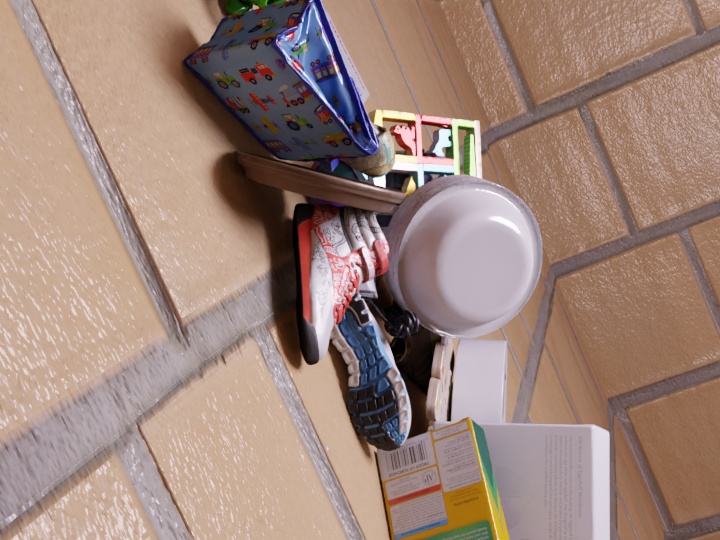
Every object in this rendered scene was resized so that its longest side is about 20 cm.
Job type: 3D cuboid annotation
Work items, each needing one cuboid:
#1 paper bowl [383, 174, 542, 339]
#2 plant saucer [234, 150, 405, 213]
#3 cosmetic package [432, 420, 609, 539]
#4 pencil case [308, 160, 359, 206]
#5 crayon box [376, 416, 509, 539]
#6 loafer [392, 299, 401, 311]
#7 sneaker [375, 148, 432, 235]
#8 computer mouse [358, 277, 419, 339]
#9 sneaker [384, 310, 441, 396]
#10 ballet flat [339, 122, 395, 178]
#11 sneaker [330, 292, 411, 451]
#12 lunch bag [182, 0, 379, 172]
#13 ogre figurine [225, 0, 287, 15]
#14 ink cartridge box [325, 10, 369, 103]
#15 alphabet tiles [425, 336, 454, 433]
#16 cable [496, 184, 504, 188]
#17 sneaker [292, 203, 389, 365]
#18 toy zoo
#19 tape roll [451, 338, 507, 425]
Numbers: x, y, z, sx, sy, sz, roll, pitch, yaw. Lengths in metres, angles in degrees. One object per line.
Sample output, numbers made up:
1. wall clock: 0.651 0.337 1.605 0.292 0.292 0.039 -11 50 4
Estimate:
1. paper bowl: 0.134 -0.013 1.174 0.202 0.200 0.104 60 -9 -20
2. plant saucer: -0.047 -0.099 1.066 0.200 0.199 0.030 -3 109 -71
3. cosmetic package: 0.198 0.290 1.152 0.123 0.198 0.201 27 63 -62
4. pencil case: -0.009 -0.126 1.318 0.093 0.085 0.200 52 19 0
5. crayon box: 0.097 0.285 1.075 0.052 0.125 0.201 44 30 -51
6. loafer: 0.093 0.029 1.324 0.200 0.072 0.073 148 -47 -75
7. sneaker: 0.083 -0.088 1.308 0.202 0.076 0.148 24 65 -61
8. computer mouse: 0.000 0.000 1.156 0.200 0.044 0.110 50 -4 0
9. sneaker: 0.075 0.115 1.322 0.201 0.075 0.071 80 -1 -48
10. ballet flat: -0.040 -0.179 1.152 0.199 0.071 0.071 29 0 28
11. sneaker: 0.017 0.116 1.135 0.087 0.074 0.202 27 44 -72
12. lunch bag: -0.076 -0.190 1.064 0.094 0.150 0.201 -56 129 -32
13. ogre figurine: -0.137 -0.366 1.191 0.120 0.198 0.099 -70 177 -78
14. ink cartridge box: -0.067 -0.271 1.322 0.145 0.084 0.200 62 18 -16
15. alphabet tiles: 0.110 0.182 1.264 0.200 0.014 0.197 73 25 -58
16. cable: 0.172 -0.066 1.327 0.201 0.050 0.098 111 -29 -52
17. sneaker: -0.019 0.010 1.061 0.067 0.107 0.203 104 -16 -55
18. toy zoo: 0.074 -0.136 1.220 0.199 0.020 0.133 1 85 -32
19. tape roll: 0.172 0.198 1.356 0.202 0.070 0.205 1 90 -79
